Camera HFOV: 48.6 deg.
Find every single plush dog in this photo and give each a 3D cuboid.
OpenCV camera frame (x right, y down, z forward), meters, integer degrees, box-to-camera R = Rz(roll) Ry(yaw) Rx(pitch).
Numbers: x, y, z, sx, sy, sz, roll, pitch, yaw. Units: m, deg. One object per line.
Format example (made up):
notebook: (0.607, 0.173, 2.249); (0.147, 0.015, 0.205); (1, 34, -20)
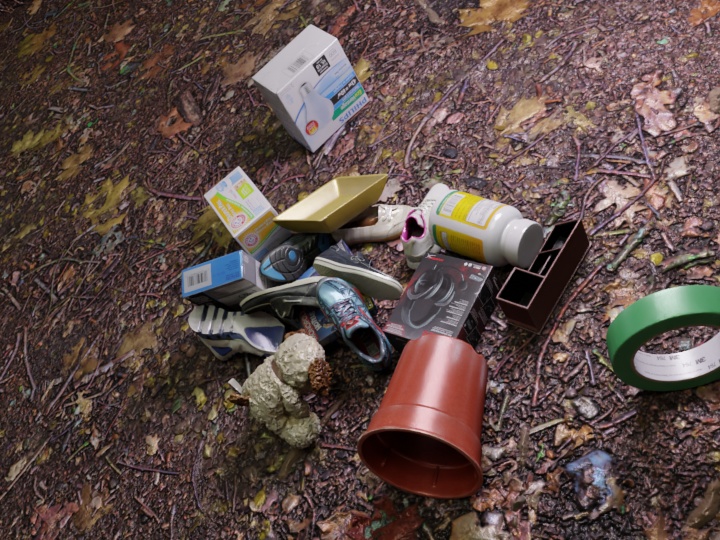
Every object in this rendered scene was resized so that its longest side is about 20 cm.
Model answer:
plush dog: (-0.132, 0.190, 1.430); (0.172, 0.160, 0.200); (-50, 43, 10)

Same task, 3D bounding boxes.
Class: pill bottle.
pill bottle: (0.231, -0.073, 1.467); (0.198, 0.113, 0.113); (22, 68, 41)

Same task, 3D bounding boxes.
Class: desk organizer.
desk organizer: (0.318, 0.000, 1.381); (0.071, 0.077, 0.201); (20, 67, 39)

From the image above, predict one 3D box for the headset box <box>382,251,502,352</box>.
headset box: (0.144, 0.078, 1.427); (0.147, 0.078, 0.202); (15, 63, 38)

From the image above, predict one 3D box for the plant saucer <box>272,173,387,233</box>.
plant saucer: (-0.058, -0.134, 1.678); (0.199, 0.049, 0.199); (-37, 23, -28)

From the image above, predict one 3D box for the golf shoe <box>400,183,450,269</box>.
golf shoe: (0.132, -0.102, 1.566); (0.074, 0.092, 0.202); (-1, 54, 32)

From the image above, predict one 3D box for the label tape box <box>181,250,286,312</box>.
label tape box: (-0.249, 0.039, 1.625); (0.142, 0.200, 0.064); (-17, 65, 18)

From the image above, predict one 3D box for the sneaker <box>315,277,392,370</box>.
sneaker: (-0.009, 0.089, 1.435); (0.079, 0.096, 0.201); (-39, 83, -1)

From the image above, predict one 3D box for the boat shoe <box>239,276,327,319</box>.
boat shoe: (-0.146, 0.063, 1.533); (0.197, 0.072, 0.069); (-13, 81, 21)

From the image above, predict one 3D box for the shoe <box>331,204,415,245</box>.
shoe: (0.027, -0.097, 1.650); (0.197, 0.054, 0.071); (-14, 50, 22)

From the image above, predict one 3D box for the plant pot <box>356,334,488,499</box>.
plant pot: (0.114, 0.222, 1.263); (0.198, 0.202, 0.197); (-4, 46, 28)

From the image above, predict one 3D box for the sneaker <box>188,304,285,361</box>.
sneaker: (-0.246, 0.135, 1.619); (0.196, 0.116, 0.082); (13, 60, 4)

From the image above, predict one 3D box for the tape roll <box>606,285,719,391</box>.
tape roll: (0.454, 0.101, 1.134); (0.197, 0.201, 0.049); (-16, 49, 19)

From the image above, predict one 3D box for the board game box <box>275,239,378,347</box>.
board game box: (-0.077, 0.069, 1.578); (0.198, 0.062, 0.201); (-32, 46, 7)

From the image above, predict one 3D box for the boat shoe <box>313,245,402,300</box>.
boat shoe: (0.000, 0.000, 1.496); (0.198, 0.075, 0.063); (19, 59, 35)

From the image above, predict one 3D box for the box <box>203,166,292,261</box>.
box: (-0.257, -0.127, 1.811); (0.112, 0.102, 0.200); (-40, 45, -3)

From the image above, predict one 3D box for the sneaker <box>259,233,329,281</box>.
sneaker: (-0.147, -0.024, 1.647); (0.081, 0.074, 0.199); (-6, 13, 37)

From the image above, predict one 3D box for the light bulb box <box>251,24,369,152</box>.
light bulb box: (-0.115, -0.430, 1.894); (0.198, 0.201, 0.125); (-43, 47, -7)
